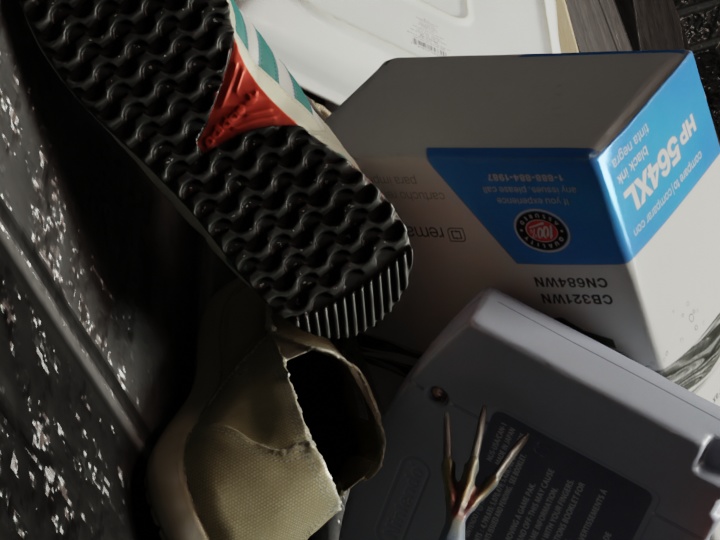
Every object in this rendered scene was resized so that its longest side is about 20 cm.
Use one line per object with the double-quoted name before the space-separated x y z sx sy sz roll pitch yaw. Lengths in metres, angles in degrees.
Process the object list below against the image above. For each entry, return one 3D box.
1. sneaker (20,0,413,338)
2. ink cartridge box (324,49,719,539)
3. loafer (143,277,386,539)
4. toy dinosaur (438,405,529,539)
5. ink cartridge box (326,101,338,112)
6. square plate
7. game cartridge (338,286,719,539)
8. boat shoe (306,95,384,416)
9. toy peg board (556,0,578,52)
"sneaker" -0.060 -0.060 0.807 0.200 0.070 0.093 52 -7 -5
"ink cartridge box" 0.078 0.020 0.885 0.084 0.145 0.201 -46 126 -41
"loafer" -0.025 0.054 0.834 0.200 0.068 0.076 -75 146 -64
"toy dinosaur" 0.048 0.156 0.775 0.105 0.180 0.201 60 21 -45
"ink cartridge box" 0.055 -0.013 1.146 0.147 0.084 0.200 -91 161 -45
"square plate" 0.021 -0.130 1.039 0.199 0.028 0.199 23 35 -20
"game cartridge" 0.061 0.101 0.864 0.041 0.133 0.201 -56 169 -48
"boat shoe" 0.000 0.000 0.978 0.074 0.074 0.201 -86 157 -52
"toy peg board" 0.098 -0.056 1.422 0.199 0.097 0.201 96 -20 -86
